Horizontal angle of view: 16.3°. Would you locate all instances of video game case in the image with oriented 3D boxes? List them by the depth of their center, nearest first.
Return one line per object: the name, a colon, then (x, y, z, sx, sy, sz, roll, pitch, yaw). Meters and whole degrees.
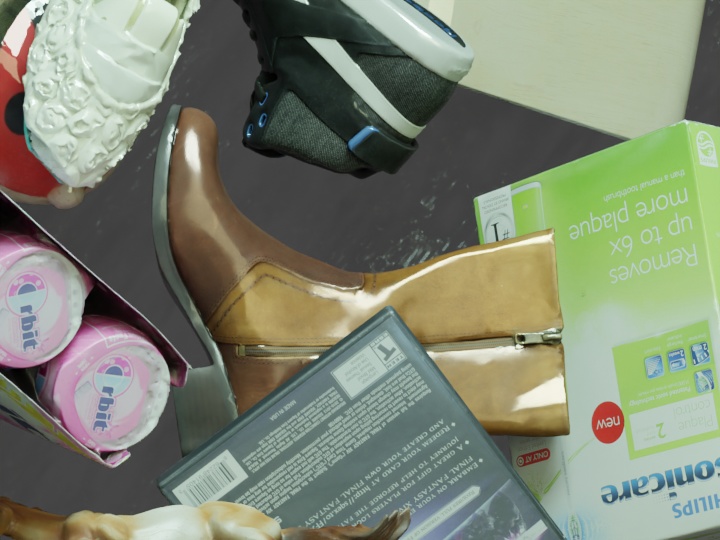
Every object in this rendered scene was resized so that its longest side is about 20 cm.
video game case: (0.017, 0.138, 1.226, 0.143, 0.019, 0.200, -36, 102, 4)

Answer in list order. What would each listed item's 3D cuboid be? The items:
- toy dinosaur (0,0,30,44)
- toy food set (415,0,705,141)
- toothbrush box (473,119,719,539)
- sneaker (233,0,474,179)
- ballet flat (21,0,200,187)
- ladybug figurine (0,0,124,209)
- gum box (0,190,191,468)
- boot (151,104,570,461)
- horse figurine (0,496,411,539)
toy dinosaur: (-0.223, -0.078, 1.201, 0.088, 0.047, 0.201, 32, 106, 5)
toy food set: (0.101, -0.151, 1.371, 0.199, 0.060, 0.144, 15, 81, -23)
toothbrush box: (0.149, 0.042, 1.280, 0.086, 0.145, 0.201, 5, 73, -46)
sneaker: (-0.047, -0.124, 1.301, 0.200, 0.073, 0.112, 40, 105, 21)
ballet flat: (-0.105, -0.136, 1.206, 0.071, 0.072, 0.201, 25, 62, -14)
ladybug figurine: (-0.170, -0.128, 1.251, 0.135, 0.072, 0.201, -19, 83, -26)
gum box: (-0.178, 0.005, 1.146, 0.200, 0.113, 0.066, 45, 74, -34)
boot: (0.000, 0.000, 1.247, 0.199, 0.069, 0.189, -8, 78, -1)
horse figurine: (-0.081, 0.130, 1.159, 0.199, 0.132, 0.050, 1, 94, -19)
